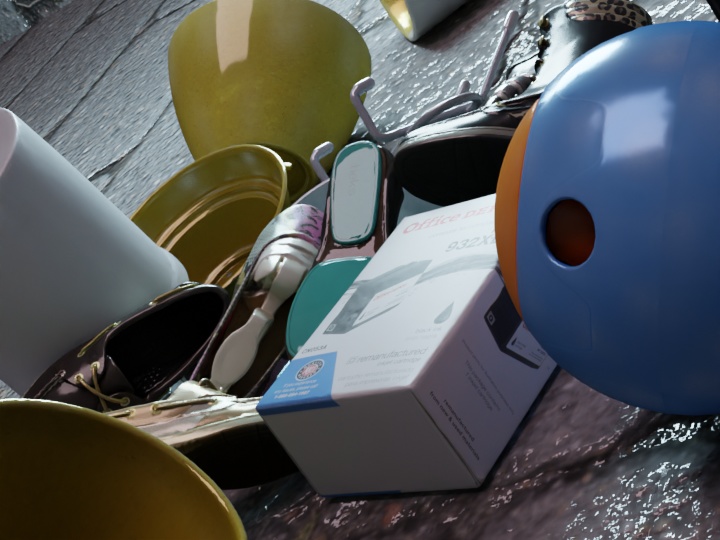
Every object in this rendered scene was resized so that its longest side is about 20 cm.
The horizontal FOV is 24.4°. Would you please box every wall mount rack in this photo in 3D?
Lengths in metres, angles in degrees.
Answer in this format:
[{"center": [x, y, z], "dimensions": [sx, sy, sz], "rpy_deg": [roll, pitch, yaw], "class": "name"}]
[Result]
[{"center": [0.055, -0.127, 1.355], "dimensions": [0.173, 0.075, 0.200], "rpy_deg": [-24, -13, -26], "class": "wall mount rack"}]

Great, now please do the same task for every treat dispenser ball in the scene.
[{"center": [0.168, -0.027, 0.853], "dimensions": [0.200, 0.201, 0.201], "rpy_deg": [-31, 21, 13], "class": "treat dispenser ball"}]

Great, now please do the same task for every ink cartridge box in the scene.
[{"center": [0.050, 0.043, 1.058], "dimensions": [0.145, 0.084, 0.200], "rpy_deg": [-13, 30, 46], "class": "ink cartridge box"}]

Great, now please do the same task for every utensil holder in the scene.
[{"center": [-0.260, -0.005, 1.297], "dimensions": [0.170, 0.200, 0.170], "rpy_deg": [-26, 38, 22], "class": "utensil holder"}]

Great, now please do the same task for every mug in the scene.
[{"center": [0.082, -0.355, 1.799], "dimensions": [0.153, 0.150, 0.187], "rpy_deg": [-29, 27, -4], "class": "mug"}]

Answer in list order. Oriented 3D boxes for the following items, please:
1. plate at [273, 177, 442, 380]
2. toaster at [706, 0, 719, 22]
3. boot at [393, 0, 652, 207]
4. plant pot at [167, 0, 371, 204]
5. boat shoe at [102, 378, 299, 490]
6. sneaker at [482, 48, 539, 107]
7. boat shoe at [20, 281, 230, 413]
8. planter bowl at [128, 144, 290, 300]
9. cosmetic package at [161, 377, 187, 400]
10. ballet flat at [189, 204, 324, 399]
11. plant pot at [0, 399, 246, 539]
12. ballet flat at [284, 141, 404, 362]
[{"center": [-0.006, 0.004, 1.250], "dimensions": [0.200, 0.026, 0.201], "rpy_deg": [-21, 46, 24], "class": "plate"}, {"center": [0.304, -0.261, 1.154], "dimensions": [0.180, 0.200, 0.119], "rpy_deg": [-28, 26, 22], "class": "toaster"}, {"center": [0.127, -0.124, 1.217], "dimensions": [0.203, 0.074, 0.154], "rpy_deg": [-8, 44, 11], "class": "boot"}, {"center": [-0.090, -0.144, 1.585], "dimensions": [0.200, 0.200, 0.142], "rpy_deg": [-23, 49, 32], "class": "plant pot"}, {"center": [-0.111, 0.107, 1.104], "dimensions": [0.199, 0.074, 0.067], "rpy_deg": [-11, 50, -9], "class": "boat shoe"}, {"center": [0.135, -0.128, 1.334], "dimensions": [0.200, 0.075, 0.115], "rpy_deg": [-38, 13, -31], "class": "sneaker"}, {"center": [-0.179, 0.075, 1.219], "dimensions": [0.201, 0.072, 0.061], "rpy_deg": [-40, 1, -20], "class": "boat shoe"}, {"center": [-0.121, -0.006, 1.412], "dimensions": [0.200, 0.083, 0.201], "rpy_deg": [-26, 38, 22], "class": "planter bowl"}, {"center": [-0.191, 0.166, 1.225], "dimensions": [0.151, 0.052, 0.200], "rpy_deg": [-33, 21, 12], "class": "cosmetic package"}, {"center": [-0.069, 0.035, 1.198], "dimensions": [0.200, 0.069, 0.071], "rpy_deg": [-62, -2, -17], "class": "ballet flat"}, {"center": [-0.184, 0.192, 0.976], "dimensions": [0.200, 0.199, 0.142], "rpy_deg": [-92, 25, -66], "class": "plant pot"}, {"center": [0.000, 0.000, 1.179], "dimensions": [0.068, 0.068, 0.201], "rpy_deg": [-3, 53, 26], "class": "ballet flat"}]
